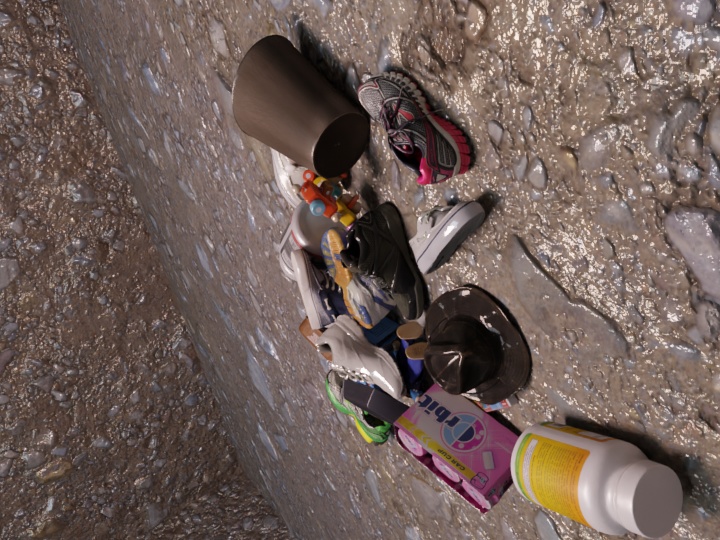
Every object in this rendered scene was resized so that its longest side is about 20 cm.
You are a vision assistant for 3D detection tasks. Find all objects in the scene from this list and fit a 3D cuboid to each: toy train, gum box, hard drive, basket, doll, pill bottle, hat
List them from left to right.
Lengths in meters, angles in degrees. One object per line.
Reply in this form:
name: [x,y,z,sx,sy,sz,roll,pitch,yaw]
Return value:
basket: [-0.091,-0.244,1.098,0.200,0.136,0.181,41,137,31]
pill bottle: [-0.090,-0.053,1.313,0.116,0.115,0.200,59,157,7]
toy train: [-0.057,-0.140,1.135,0.150,0.056,0.200,36,-164,-35]
toy train: [0.032,0.171,1.343,0.114,0.086,0.201,28,139,43]
hard drive: [0.067,0.263,1.286,0.199,0.043,0.135,32,167,-25]
doll: [0.089,0.174,1.218,0.200,0.048,0.137,89,162,-57]
hat: [0.145,0.125,1.025,0.200,0.081,0.202,29,131,40]
gum box: [0.164,0.280,1.114,0.200,0.113,0.066,33,150,35]
pill bottle: [0.290,0.260,0.870,0.200,0.111,0.112,-2,114,64]

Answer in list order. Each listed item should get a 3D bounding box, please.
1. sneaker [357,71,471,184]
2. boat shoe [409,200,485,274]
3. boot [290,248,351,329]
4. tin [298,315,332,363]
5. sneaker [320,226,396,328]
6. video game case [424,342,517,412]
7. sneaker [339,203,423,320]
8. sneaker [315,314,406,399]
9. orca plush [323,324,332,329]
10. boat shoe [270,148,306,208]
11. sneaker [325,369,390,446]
sneaker: [0.058,-0.191,0.915,0.200,0.074,0.081,48,153,31]
boat shoe: [0.105,-0.055,0.962,0.067,0.073,0.200,55,156,10]
boot: [-0.065,0.024,1.258,0.201,0.090,0.073,80,170,-52]
tin: [-0.061,0.167,1.514,0.200,0.042,0.112,39,178,44]
sneaker: [0.000,0.000,1.211,0.075,0.088,0.201,24,143,52]
video game case: [0.167,0.168,1.143,0.144,0.017,0.200,60,157,6]
sneaker: [0.031,0.004,1.132,0.076,0.114,0.200,19,134,60]
sneaker: [0.002,0.163,1.211,0.200,0.087,0.075,38,155,37]
orca plush: [-0.040,0.057,1.428,0.104,0.071,0.200,8,152,6]
boat shoe: [-0.120,-0.205,1.278,0.070,0.071,0.201,13,120,64]
sneaker: [0.001,0.292,1.563,0.200,0.078,0.085,45,145,17]
